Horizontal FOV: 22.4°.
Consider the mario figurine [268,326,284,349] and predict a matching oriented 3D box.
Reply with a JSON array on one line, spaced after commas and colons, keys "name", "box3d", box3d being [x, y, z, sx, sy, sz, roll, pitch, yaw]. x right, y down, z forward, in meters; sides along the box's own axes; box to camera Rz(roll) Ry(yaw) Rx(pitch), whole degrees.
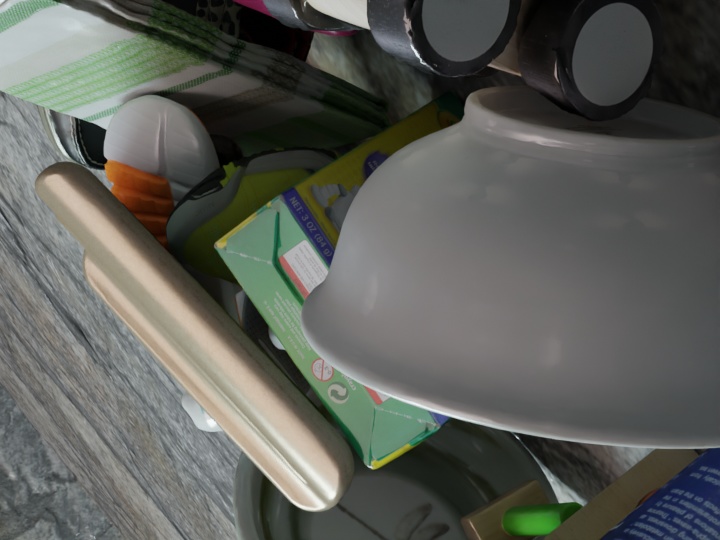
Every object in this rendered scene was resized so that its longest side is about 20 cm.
[{"name": "mario figurine", "box3d": [-0.025, 0.000, 1.011, 0.200, 0.123, 0.106, 53, 151, 17]}]

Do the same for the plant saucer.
[{"name": "plant saucer", "box3d": [0.019, 0.152, 1.032, 0.200, 0.200, 0.050, 48, 139, 19]}]

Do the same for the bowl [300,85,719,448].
[{"name": "bowl", "box3d": [0.080, -0.014, 0.656, 0.201, 0.200, 0.091, 28, 118, 54]}]

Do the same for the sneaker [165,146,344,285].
[{"name": "sneaker", "box3d": [0.000, 0.000, 0.863, 0.075, 0.199, 0.077, -50, 44, 32]}]

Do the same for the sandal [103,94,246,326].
[{"name": "sandal", "box3d": [-0.077, -0.014, 0.931, 0.079, 0.059, 0.207, 29, 143, 32]}]

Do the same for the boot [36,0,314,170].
[{"name": "boot", "box3d": [-0.101, -0.120, 0.963, 0.154, 0.073, 0.204, 37, 127, 36]}]

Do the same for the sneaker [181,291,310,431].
[{"name": "sneaker", "box3d": [-0.076, 0.003, 1.068, 0.070, 0.201, 0.080, 30, 134, -35]}]

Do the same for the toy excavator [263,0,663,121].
[{"name": "toy excavator", "box3d": [0.027, -0.170, 0.600, 0.194, 0.201, 0.100, 11, -171, -35]}]

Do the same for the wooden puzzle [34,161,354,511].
[{"name": "wooden puzzle", "box3d": [-0.068, 0.034, 0.839, 0.185, 0.037, 0.200, 46, 170, 5]}]

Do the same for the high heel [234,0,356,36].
[{"name": "high heel", "box3d": [-0.068, -0.129, 0.790, 0.200, 0.067, 0.097, -5, 109, 66]}]

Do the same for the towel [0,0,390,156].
[{"name": "towel", "box3d": [-0.103, -0.097, 0.871, 0.199, 0.031, 0.149, 20, 164, -35]}]

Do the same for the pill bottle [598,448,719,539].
[{"name": "pill bottle", "box3d": [0.134, 0.150, 0.733, 0.111, 0.200, 0.111, 47, 161, 22]}]

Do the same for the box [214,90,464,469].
[{"name": "box", "box3d": [0.030, -0.006, 0.811, 0.048, 0.200, 0.118, -34, 92, 31]}]

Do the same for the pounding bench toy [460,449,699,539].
[{"name": "pounding bench toy", "box3d": [0.124, 0.160, 0.905, 0.200, 0.124, 0.156, 46, 161, 26]}]
